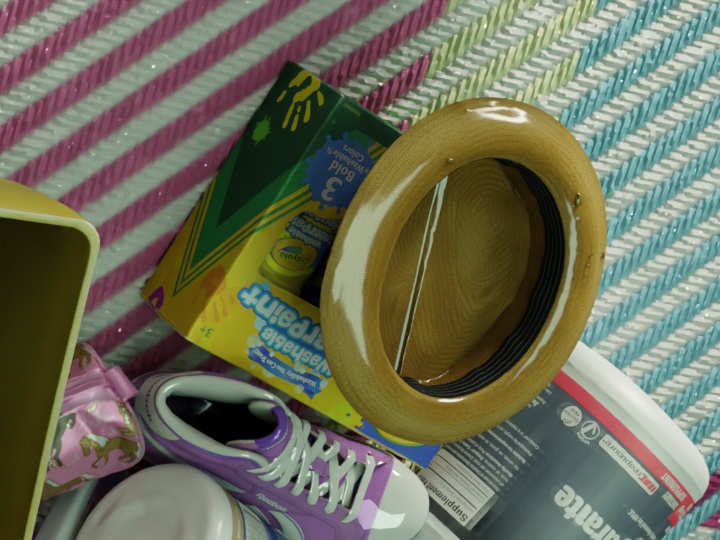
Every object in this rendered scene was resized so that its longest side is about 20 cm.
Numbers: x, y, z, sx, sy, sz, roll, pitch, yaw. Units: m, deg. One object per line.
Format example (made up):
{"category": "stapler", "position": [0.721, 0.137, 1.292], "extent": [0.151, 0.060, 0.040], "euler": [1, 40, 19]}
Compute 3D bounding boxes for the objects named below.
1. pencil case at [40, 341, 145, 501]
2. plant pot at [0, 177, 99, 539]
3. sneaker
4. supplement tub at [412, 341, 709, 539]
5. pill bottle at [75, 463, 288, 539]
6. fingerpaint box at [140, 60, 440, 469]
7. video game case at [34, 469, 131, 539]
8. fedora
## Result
{"category": "pencil case", "position": [-0.220, 0.111, 1.603], "extent": [0.200, 0.086, 0.083], "euler": [-25, 113, -20]}
{"category": "plant pot", "position": [-0.267, 0.026, 1.472], "extent": [0.199, 0.176, 0.201], "euler": [8, 108, -20]}
{"category": "sneaker", "position": [-0.040, 0.113, 1.650], "extent": [0.200, 0.114, 0.073], "euler": [20, 76, -16]}
{"category": "supplement tub", "position": [0.105, 0.152, 1.768], "extent": [0.200, 0.140, 0.140], "euler": [-47, 125, -4]}
{"category": "pill bottle", "position": [-0.071, 0.205, 1.665], "extent": [0.111, 0.111, 0.200], "euler": [-48, 131, -3]}
{"category": "fingerpaint box", "position": [0.000, 0.000, 1.683], "extent": [0.200, 0.073, 0.167], "euler": [32, 94, -35]}
{"category": "video game case", "position": [-0.148, 0.236, 1.670], "extent": [0.182, 0.024, 0.200], "euler": [55, 45, -34]}
{"category": "fedora", "position": [0.045, -0.005, 1.612], "extent": [0.200, 0.082, 0.201], "euler": [-10, 109, -29]}
